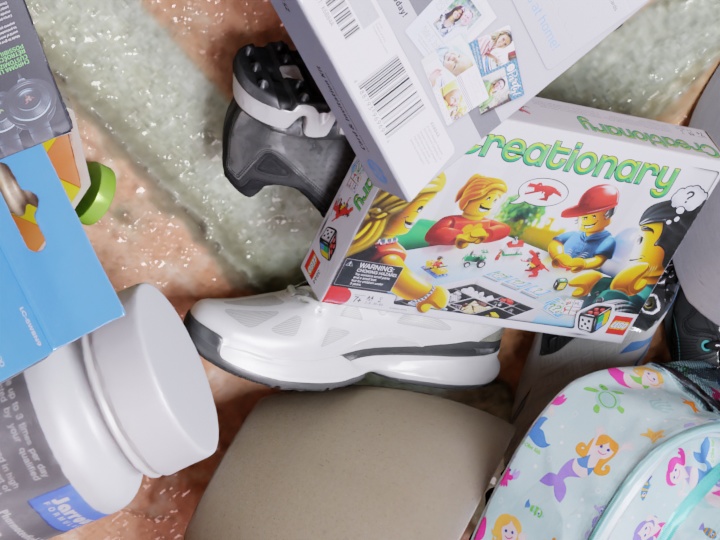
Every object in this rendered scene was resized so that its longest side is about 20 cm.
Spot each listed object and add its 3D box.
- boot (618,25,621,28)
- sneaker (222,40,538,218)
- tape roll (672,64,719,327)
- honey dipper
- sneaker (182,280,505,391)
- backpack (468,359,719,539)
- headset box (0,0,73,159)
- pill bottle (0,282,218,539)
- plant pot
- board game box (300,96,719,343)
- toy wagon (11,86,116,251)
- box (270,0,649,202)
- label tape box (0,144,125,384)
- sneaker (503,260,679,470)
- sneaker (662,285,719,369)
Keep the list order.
[{"bbox_3d":[0.110,-0.219,1.270,0.130,0.068,0.201,18,113,-24],"label":"boot"},{"bbox_3d":[0.013,-0.066,1.335,0.199,0.067,0.091,4,130,-27],"label":"sneaker"},{"bbox_3d":[0.254,-0.050,1.351,0.066,0.201,0.201,20,113,-30],"label":"tape roll"},{"bbox_3d":[-0.243,-0.012,1.241,0.199,0.038,0.038,-24,128,1],"label":"honey dipper"},{"bbox_3d":[0.000,0.000,1.378,0.199,0.076,0.116,2,113,-32],"label":"sneaker"},{"bbox_3d":[0.151,0.143,1.366,0.199,0.150,0.178,7,113,-52],"label":"backpack"},{"bbox_3d":[-0.210,-0.153,1.115,0.092,0.174,0.201,-22,127,-7],"label":"headset box"},{"bbox_3d":[-0.181,0.086,1.303,0.199,0.114,0.114,-22,129,12],"label":"pill bottle"},{"bbox_3d":[-0.018,0.142,1.404,0.134,0.200,0.201,29,113,4],"label":"plant pot"},{"bbox_3d":[0.082,-0.030,1.324,0.199,0.035,0.127,8,124,-32],"label":"board game box"},{"bbox_3d":[-0.224,-0.019,1.286,0.155,0.040,0.200,25,111,-32],"label":"toy wagon"},{"bbox_3d":[0.055,-0.155,1.200,0.200,0.041,0.156,-39,121,-14],"label":"box"},{"bbox_3d":[-0.233,0.004,1.192,0.199,0.063,0.145,-27,93,3],"label":"label tape box"},{"bbox_3d":[0.134,0.046,1.465,0.071,0.072,0.201,22,104,5],"label":"sneaker"},{"bbox_3d":[0.214,0.071,1.496,0.075,0.079,0.201,0,121,-21],"label":"sneaker"}]
